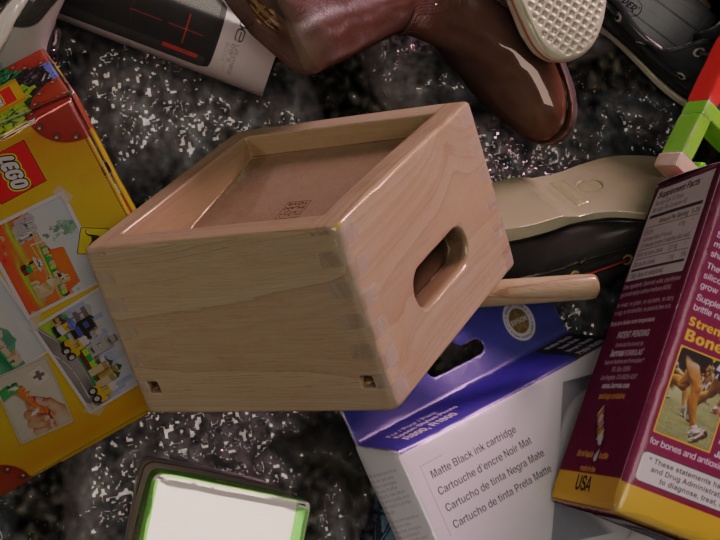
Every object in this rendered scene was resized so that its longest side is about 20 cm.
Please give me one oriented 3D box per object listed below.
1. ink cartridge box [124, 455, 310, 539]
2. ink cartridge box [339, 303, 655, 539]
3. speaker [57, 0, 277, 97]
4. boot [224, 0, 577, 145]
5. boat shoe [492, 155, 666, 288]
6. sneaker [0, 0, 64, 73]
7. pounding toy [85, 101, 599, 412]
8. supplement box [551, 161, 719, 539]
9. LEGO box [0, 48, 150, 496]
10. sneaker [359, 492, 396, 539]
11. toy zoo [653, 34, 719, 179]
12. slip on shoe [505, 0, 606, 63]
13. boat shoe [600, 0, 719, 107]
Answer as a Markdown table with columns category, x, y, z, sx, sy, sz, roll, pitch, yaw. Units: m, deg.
| category | x | y | z | sx | sy | sz | roll | pitch | yaw |
| --- | --- | --- | --- | --- | --- | --- | --- | --- | --- |
| ink cartridge box | -0.092 | 0.182 | 0.832 | 0.084 | 0.200 | 0.146 | 12 | 84 | -8 |
| ink cartridge box | 0.096 | 0.114 | 0.892 | 0.200 | 0.041 | 0.200 | -24 | 88 | -41 |
| speaker | -0.135 | -0.175 | 0.917 | 0.200 | 0.081 | 0.081 | 21 | 83 | -5 |
| boot | 0.022 | -0.132 | 0.883 | 0.186 | 0.064 | 0.200 | 53 | 36 | 10 |
| boat shoe | 0.145 | -0.026 | 0.950 | 0.201 | 0.074 | 0.063 | -11 | 124 | -18 |
| sneaker | -0.199 | -0.101 | 0.883 | 0.079 | 0.074 | 0.200 | 21 | 118 | -17 |
| pounding toy | 0.000 | 0.000 | 0.830 | 0.184 | 0.200 | 0.142 | -4 | 115 | 32 |
| supplement box | 0.207 | 0.058 | 0.848 | 0.131 | 0.103 | 0.200 | 22 | 81 | -10 |
| LEGO box | -0.189 | 0.004 | 0.847 | 0.149 | 0.077 | 0.200 | -29 | 124 | -9 |
| sneaker | 0.017 | 0.184 | 0.904 | 0.095 | 0.079 | 0.200 | -18 | 72 | 14 |
| toy zoo | 0.268 | -0.111 | 0.950 | 0.131 | 0.020 | 0.200 | 37 | 72 | -29 |
| slip on shoe | 0.095 | -0.216 | 0.931 | 0.074 | 0.061 | 0.200 | -13 | 76 | -24 |
| boat shoe | 0.208 | -0.158 | 0.964 | 0.199 | 0.066 | 0.075 | 38 | 80 | -3 |
